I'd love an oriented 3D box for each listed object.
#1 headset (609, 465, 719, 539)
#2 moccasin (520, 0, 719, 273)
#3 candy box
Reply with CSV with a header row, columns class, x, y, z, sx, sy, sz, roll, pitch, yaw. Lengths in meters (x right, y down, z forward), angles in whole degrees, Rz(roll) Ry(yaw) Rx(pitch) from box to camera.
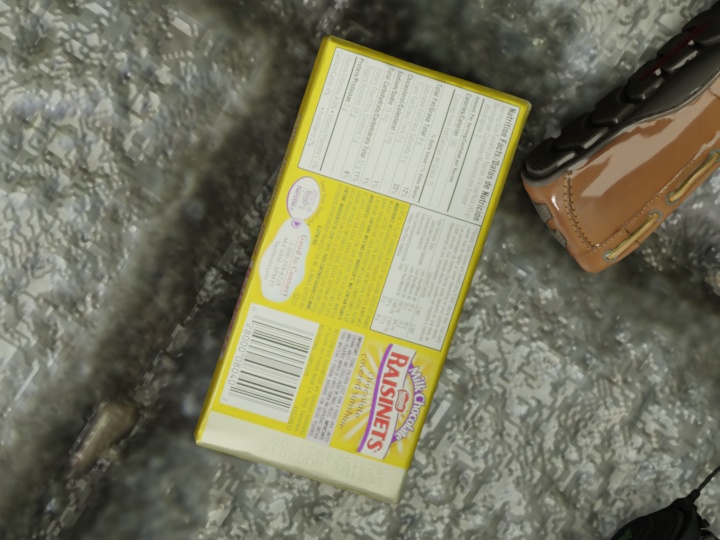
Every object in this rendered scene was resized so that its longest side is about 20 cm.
class,x,y,z,sx,sy,sz,roll,pitch,yaw
headset,0.172,0.146,1.114,0.123,0.094,0.200,20,70,-22
moccasin,0.173,-0.074,1.112,0.201,0.074,0.078,-40,109,-5
candy box,0.000,0.000,1.120,0.102,0.026,0.200,18,94,-12
